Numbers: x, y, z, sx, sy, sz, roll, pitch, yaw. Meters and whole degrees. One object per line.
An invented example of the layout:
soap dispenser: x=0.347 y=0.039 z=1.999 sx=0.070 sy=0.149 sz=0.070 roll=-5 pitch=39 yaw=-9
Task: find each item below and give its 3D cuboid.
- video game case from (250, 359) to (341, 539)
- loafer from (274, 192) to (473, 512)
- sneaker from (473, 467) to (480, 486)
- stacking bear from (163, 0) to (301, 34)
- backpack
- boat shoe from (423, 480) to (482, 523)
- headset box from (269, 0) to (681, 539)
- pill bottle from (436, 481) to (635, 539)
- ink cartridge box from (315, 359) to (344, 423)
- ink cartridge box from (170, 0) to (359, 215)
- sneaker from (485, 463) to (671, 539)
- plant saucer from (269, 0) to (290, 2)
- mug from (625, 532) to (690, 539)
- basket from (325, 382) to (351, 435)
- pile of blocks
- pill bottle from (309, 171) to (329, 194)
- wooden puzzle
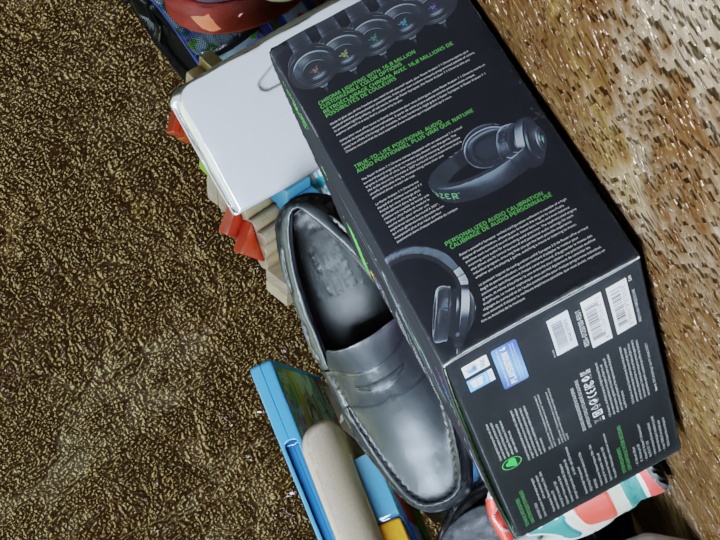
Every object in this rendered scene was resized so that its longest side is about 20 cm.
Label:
video game case: x=-0.010 y=0.158 z=1.154 sx=0.143 sy=0.018 sz=0.202 roll=35 pitch=-149 yaw=-76
loafer: x=0.004 y=0.049 z=1.024 sx=0.202 sy=0.068 sz=0.070 roll=64 pitch=-171 yaw=5
sneaker: x=0.068 y=0.073 z=1.179 sx=0.105 sy=0.075 sz=0.200 roll=48 pitch=-141 yaw=-14
stacking bear: x=-0.111 y=-0.285 z=1.282 sx=0.114 sy=0.120 sz=0.201 roll=-117 pitch=7 yaw=-56
backpack: x=-0.123 y=-0.242 z=1.544 sx=0.201 sy=0.146 sz=0.183 roll=59 pitch=180 yaw=-39
boat shoe: x=0.076 y=0.089 z=1.274 sx=0.201 sy=0.071 sz=0.069 roll=-68 pitch=-29 yaw=-42
headset box: x=0.050 y=-0.013 z=0.797 sx=0.201 sy=0.092 sz=0.175 roll=62 pitch=178 yaw=34
pill bottle: x=0.109 y=0.182 z=1.120 sx=0.113 sy=0.111 sz=0.200 roll=61 pitch=-167 yaw=10
ink cartridge box: x=0.000 y=0.000 z=1.181 sx=0.200 sy=0.047 sz=0.147 roll=-45 pitch=-35 yaw=-70
ink cartridge box: x=-0.042 y=-0.112 z=1.132 sx=0.084 sy=0.144 sz=0.200 roll=61 pitch=179 yaw=-9
sneaker: x=0.109 y=0.111 z=0.995 sx=0.071 sy=0.093 sz=0.200 roll=62 pitch=178 yaw=1
plant saucer: x=-0.102 y=-0.257 z=1.139 sx=0.200 sy=0.050 sz=0.201 roll=45 pitch=154 yaw=29
mug: x=0.138 y=0.228 z=0.966 sx=0.150 sy=0.152 sz=0.187 roll=60 pitch=178 yaw=35
basket: x=0.047 y=0.095 z=1.458 sx=0.136 sy=0.180 sz=0.200 roll=52 pitch=173 yaw=7
pile of blocks: x=-0.077 y=-0.056 z=1.263 sx=0.201 sy=0.062 sz=0.082 roll=56 pitch=151 yaw=-1
pill bottle: x=-0.006 y=-0.072 z=1.323 sx=0.201 sy=0.110 sz=0.111 roll=62 pitch=178 yaw=-15
wooden puzzle: x=0.031 y=0.190 z=1.136 sx=0.200 sy=0.037 sz=0.186 roll=39 pitch=-152 yaw=-73
